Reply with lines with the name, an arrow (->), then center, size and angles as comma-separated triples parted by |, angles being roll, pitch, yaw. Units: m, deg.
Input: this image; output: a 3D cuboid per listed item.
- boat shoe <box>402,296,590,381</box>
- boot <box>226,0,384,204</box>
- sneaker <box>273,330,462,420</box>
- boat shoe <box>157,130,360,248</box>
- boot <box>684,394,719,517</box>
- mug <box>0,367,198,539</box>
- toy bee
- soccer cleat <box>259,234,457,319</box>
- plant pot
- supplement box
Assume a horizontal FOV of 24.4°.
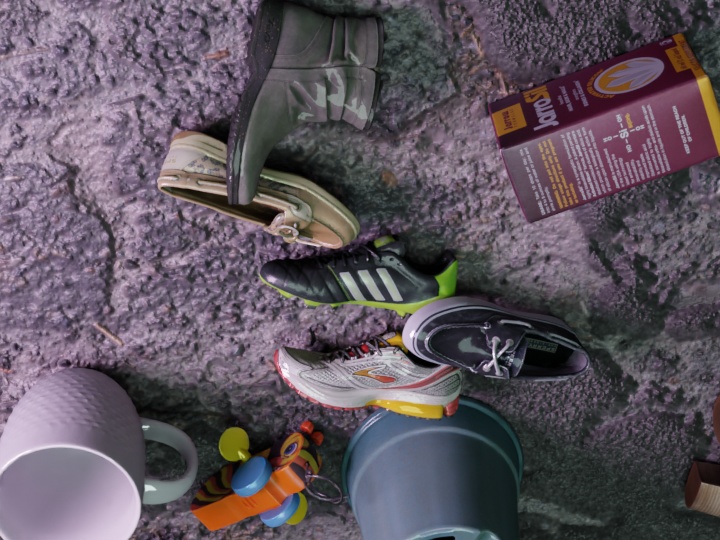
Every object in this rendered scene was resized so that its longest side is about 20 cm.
boat shoe -> 0.140, 0.077, 1.664 | 0.200, 0.068, 0.072 | 10, 110, -28
boot -> -0.048, -0.147, 1.527 | 0.131, 0.068, 0.200 | 13, 93, -9
sneaker -> 0.009, 0.095, 1.702 | 0.200, 0.078, 0.082 | 6, 112, -15
boat shoe -> -0.097, -0.063, 1.591 | 0.200, 0.063, 0.073 | 24, 153, -8
boot -> 0.449, 0.193, 1.778 | 0.155, 0.074, 0.200 | 9, 131, -7
mug -> -0.263, 0.186, 1.672 | 0.200, 0.175, 0.148 | 8, 119, -8
toy bee -> -0.081, 0.216, 1.755 | 0.200, 0.109, 0.131 | 1, 132, 25
soccer cleat -> 0.000, 0.000, 1.651 | 0.200, 0.068, 0.081 | 8, 109, -15
plant pot -> 0.082, 0.265, 1.725 | 0.200, 0.196, 0.200 | -1, 120, -2
supplement box -> 0.229, -0.134, 1.556 | 0.200, 0.110, 0.086 | -20, 118, 8
